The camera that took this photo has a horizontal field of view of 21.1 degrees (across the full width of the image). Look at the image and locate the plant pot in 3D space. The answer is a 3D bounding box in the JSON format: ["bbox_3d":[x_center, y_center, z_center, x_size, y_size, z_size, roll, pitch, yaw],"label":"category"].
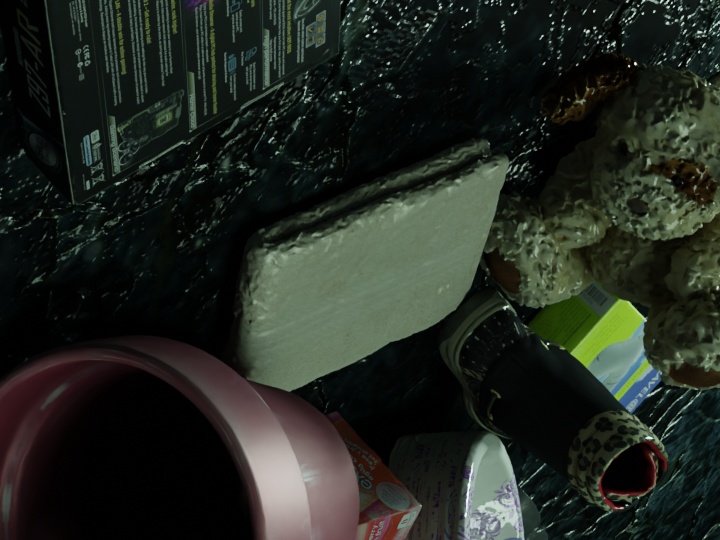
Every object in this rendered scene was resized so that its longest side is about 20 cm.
[{"bbox_3d":[-0.094,0.133,1.026,0.201,0.200,0.179,-55,160,17],"label":"plant pot"}]

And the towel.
[{"bbox_3d":[0.000,0.000,1.145,0.199,0.034,0.133,-23,143,-36],"label":"towel"}]

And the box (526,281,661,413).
[{"bbox_3d":[0.172,0.078,1.470,0.122,0.048,0.200,-48,151,4],"label":"box"}]

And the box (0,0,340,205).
[{"bbox_3d":[-0.080,-0.141,0.837,0.160,0.044,0.201,-33,149,-24],"label":"box"}]

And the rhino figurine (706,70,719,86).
[{"bbox_3d":[0.238,-0.066,1.356,0.087,0.060,0.201,-22,149,-7],"label":"rhino figurine"}]

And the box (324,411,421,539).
[{"bbox_3d":[-0.056,0.202,1.260,0.099,0.095,0.201,-11,136,-45],"label":"box"}]

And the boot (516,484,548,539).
[{"bbox_3d":[0.058,0.238,1.497,0.200,0.066,0.165,-38,159,-11],"label":"boot"}]

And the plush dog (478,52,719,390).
[{"bbox_3d":[0.189,-0.050,1.200,0.161,0.199,0.172,-48,160,-37],"label":"plush dog"}]

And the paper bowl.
[{"bbox_3d":[0.049,0.215,1.355,0.103,0.202,0.201,-4,156,15],"label":"paper bowl"}]

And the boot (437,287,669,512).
[{"bbox_3d":[0.137,0.106,1.274,0.073,0.154,0.204,-45,149,-3],"label":"boot"}]
